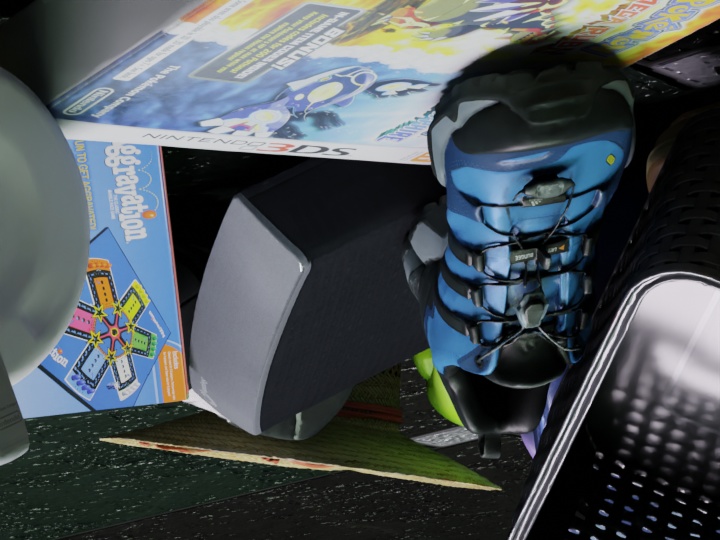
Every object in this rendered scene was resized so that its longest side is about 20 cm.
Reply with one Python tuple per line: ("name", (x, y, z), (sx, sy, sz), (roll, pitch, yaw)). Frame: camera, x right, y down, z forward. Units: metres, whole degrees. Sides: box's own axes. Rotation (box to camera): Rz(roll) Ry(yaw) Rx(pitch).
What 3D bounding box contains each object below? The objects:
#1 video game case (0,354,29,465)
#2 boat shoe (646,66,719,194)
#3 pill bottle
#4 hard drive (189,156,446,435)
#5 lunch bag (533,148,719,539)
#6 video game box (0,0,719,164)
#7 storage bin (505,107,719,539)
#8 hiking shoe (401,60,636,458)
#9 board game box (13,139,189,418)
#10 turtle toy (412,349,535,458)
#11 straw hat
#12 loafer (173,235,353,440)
("video game case", (-0.207, -0.008, 0.902), (0.200, 0.182, 0.022), (-17, -176, 34))
("boat shoe", (0.207, -0.058, 1.127), (0.200, 0.063, 0.073), (-6, 149, 1))
("pill bottle", (-0.197, -0.008, 0.995), (0.200, 0.114, 0.114), (-6, 170, 43))
("hard drive", (0.000, 0.000, 1.182), (0.135, 0.042, 0.200), (-26, 163, -18))
("lunch bag", (0.137, 0.052, 1.241), (0.132, 0.200, 0.136), (-8, -155, 2))
("video game box", (0.006, -0.086, 0.966), (0.182, 0.047, 0.200), (0, 165, -35))
("storage bin", (0.144, 0.054, 1.073), (0.135, 0.094, 0.200), (22, 135, 2))
("hiking shoe", (0.062, -0.006, 1.028), (0.074, 0.087, 0.200), (-10, 159, -7))
("board game box", (-0.123, -0.004, 1.140), (0.103, 0.019, 0.200), (-5, 145, -3))
("turtle toy", (0.117, 0.045, 1.385), (0.200, 0.146, 0.101), (6, -178, -41))
("straw hat", (-0.026, 0.052, 1.410), (0.201, 0.085, 0.201), (7, 174, 1))
("loafer", (-0.091, 0.017, 1.276), (0.200, 0.073, 0.072), (30, -173, -43))
